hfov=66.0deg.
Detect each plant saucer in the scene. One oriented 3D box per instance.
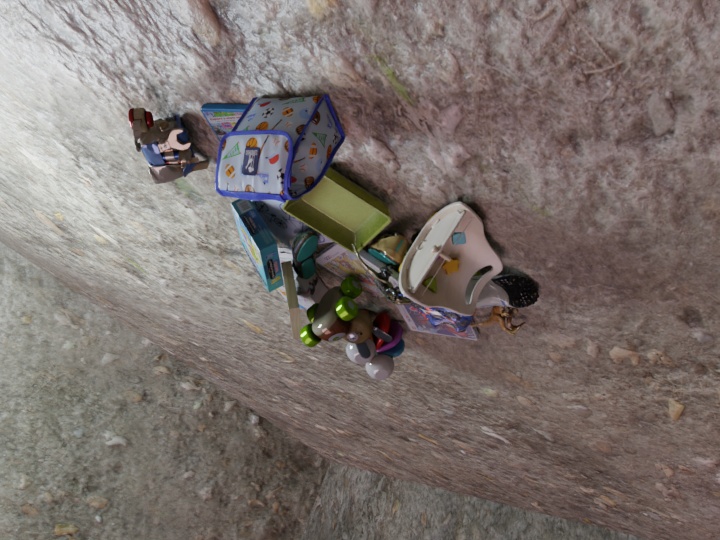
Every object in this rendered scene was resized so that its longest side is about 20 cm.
[{"bbox_3d":[-0.047,-0.136,1.168,0.198,0.048,0.200,31,152,-11],"label":"plant saucer"}]

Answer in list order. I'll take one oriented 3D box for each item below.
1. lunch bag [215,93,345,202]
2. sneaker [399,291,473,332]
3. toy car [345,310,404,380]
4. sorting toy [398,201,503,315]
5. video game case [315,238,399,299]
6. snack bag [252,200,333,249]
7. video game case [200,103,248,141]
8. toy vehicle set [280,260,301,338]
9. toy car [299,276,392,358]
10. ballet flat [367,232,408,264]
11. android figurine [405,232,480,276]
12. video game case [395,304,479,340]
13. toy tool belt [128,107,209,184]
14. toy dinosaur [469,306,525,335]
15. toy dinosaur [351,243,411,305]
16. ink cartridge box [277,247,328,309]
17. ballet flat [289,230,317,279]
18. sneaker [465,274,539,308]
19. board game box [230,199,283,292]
[{"bbox_3d":[-0.147,-0.207,0.966,0.168,0.202,0.124,8,148,30],"label":"lunch bag"},{"bbox_3d":[0.168,0.093,1.299,0.197,0.080,0.075,17,-164,22],"label":"sneaker"},{"bbox_3d":[0.047,0.189,1.559,0.149,0.176,0.200,-35,123,17],"label":"toy car"},{"bbox_3d":[0.187,-0.004,1.087,0.179,0.202,0.107,34,-179,-19],"label":"sorting toy"},{"bbox_3d":[0.000,0.000,1.367,0.198,0.023,0.182,33,157,-15],"label":"video game case"},{"bbox_3d":[-0.173,-0.118,1.328,0.188,0.022,0.198,43,150,-28],"label":"snack bag"},{"bbox_3d":[-0.225,-0.256,1.140,0.141,0.018,0.201,10,149,27],"label":"video game case"},{"bbox_3d":[-0.172,0.077,1.400,0.026,0.126,0.201,-9,155,-8],"label":"toy vehicle set"},{"bbox_3d":[-0.022,0.148,1.405,0.200,0.159,0.164,41,121,-20],"label":"toy car"},{"bbox_3d":[0.065,-0.050,1.198,0.068,0.064,0.200,33,179,-13],"label":"ballet flat"},{"bbox_3d":[0.173,-0.006,1.219,0.179,0.041,0.201,9,147,28],"label":"android figurine"},{"bbox_3d":[0.190,0.113,1.427,0.197,0.023,0.183,5,146,32],"label":"video game case"},{"bbox_3d":[-0.397,-0.273,1.173,0.121,0.127,0.201,-8,154,-6],"label":"toy tool belt"},{"bbox_3d":[0.324,0.107,1.294,0.106,0.060,0.201,44,150,17],"label":"toy dinosaur"},{"bbox_3d":[0.053,0.022,1.219,0.201,0.048,0.088,50,166,-22],"label":"toy dinosaur"},{"bbox_3d":[-0.181,0.026,1.526,0.114,0.069,0.201,5,146,32],"label":"ink cartridge box"},{"bbox_3d":[-0.144,-0.048,1.335,0.073,0.075,0.201,22,149,5],"label":"ballet flat"},{"bbox_3d":[0.276,0.044,1.170,0.196,0.073,0.072,0,-177,-2],"label":"sneaker"},{"bbox_3d":[-0.246,-0.060,1.339,0.152,0.046,0.201,56,162,24],"label":"board game box"}]
